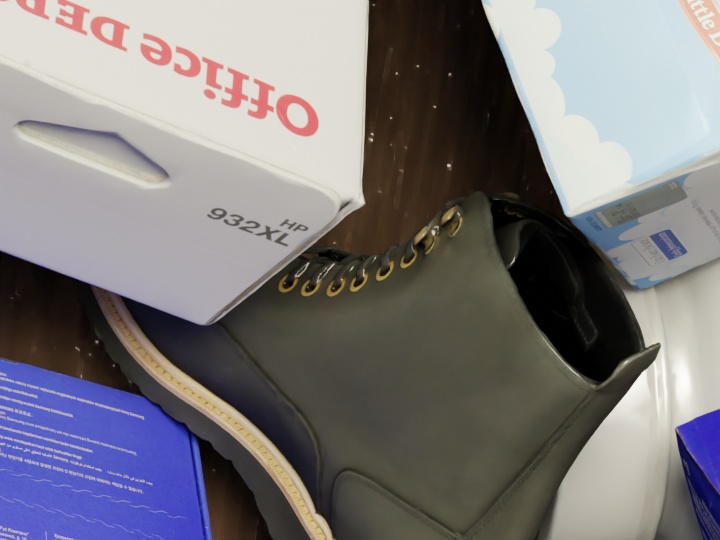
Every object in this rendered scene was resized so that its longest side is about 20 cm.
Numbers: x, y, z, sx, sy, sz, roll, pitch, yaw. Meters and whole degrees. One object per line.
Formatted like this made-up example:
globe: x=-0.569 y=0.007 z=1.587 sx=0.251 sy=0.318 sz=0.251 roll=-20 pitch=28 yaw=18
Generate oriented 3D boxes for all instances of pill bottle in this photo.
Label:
pill bottle: x=0.146 y=0.039 z=0.853 sx=0.199 sy=0.114 sz=0.115 roll=-1 pitch=75 yaw=-9

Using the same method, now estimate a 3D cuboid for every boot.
boot: x=0.000 y=0.000 z=0.810 sx=0.077 sy=0.139 sz=0.200 roll=-22 pitch=62 yaw=-44

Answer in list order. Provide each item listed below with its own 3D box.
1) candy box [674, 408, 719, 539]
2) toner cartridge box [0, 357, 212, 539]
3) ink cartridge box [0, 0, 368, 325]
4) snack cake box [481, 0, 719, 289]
candy box: x=0.198 y=0.113 z=0.791 sx=0.168 sy=0.077 sz=0.201 roll=-20 pitch=118 yaw=-1
toner cartridge box: x=-0.134 y=0.065 z=0.778 sx=0.199 sy=0.043 sz=0.095 roll=18 pitch=43 yaw=-33
ink cartridge box: x=-0.076 y=-0.105 z=0.781 sx=0.145 sy=0.084 sz=0.201 roll=21 pitch=53 yaw=-26
snack cake box: x=0.060 y=-0.106 z=0.768 sx=0.067 sy=0.115 sz=0.201 roll=-23 pitch=75 yaw=11
